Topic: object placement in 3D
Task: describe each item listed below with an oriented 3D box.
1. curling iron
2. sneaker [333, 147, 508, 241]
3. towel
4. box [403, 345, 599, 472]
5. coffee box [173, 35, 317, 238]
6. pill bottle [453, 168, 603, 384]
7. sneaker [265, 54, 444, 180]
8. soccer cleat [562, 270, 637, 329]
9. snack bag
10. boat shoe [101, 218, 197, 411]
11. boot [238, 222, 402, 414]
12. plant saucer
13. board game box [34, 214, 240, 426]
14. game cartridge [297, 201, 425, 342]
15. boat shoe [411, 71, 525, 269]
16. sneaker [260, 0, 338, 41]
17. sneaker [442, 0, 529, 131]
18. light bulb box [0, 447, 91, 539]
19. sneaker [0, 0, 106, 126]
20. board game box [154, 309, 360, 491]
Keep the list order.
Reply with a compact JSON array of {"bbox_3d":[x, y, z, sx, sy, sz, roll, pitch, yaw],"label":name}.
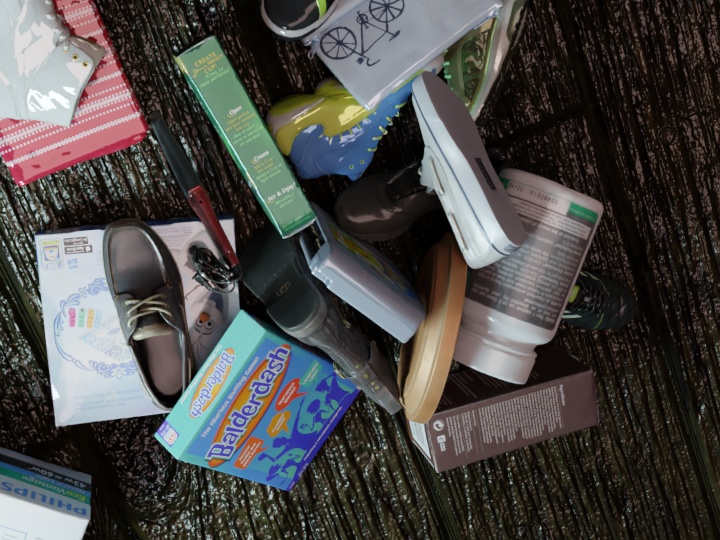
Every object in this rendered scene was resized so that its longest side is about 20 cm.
[{"bbox_3d":[-0.170,-0.070,1.012,0.049,0.026,0.201,-15,80,-40],"label":"curling iron"},{"bbox_3d":[0.066,-0.091,1.061,0.199,0.091,0.076,-18,72,-20],"label":"sneaker"},{"bbox_3d":[-0.311,-0.197,0.990,0.144,0.022,0.201,-23,104,-7],"label":"towel"},{"bbox_3d":[0.156,0.153,1.143,0.199,0.100,0.075,-15,106,-11],"label":"box"},{"bbox_3d":[-0.116,-0.136,1.002,0.044,0.123,0.201,-31,108,-4],"label":"coffee box"},{"bbox_3d":[0.161,0.006,1.033,0.113,0.113,0.201,20,94,-18],"label":"pill bottle"},{"bbox_3d":[0.003,-0.160,1.062,0.199,0.076,0.105,-23,120,-5],"label":"sneaker"},{"bbox_3d":[0.236,0.026,1.147,0.199,0.081,0.068,20,96,-18],"label":"soccer cleat"},{"bbox_3d":[0.014,-0.281,1.016,0.188,0.021,0.200,-38,81,-6],"label":"snack bag"},{"bbox_3d":[-0.201,0.046,0.994,0.074,0.073,0.201,-19,105,-12],"label":"boat shoe"},{"bbox_3d":[-0.039,0.051,1.053,0.069,0.200,0.174,-38,131,8],"label":"boot"},{"bbox_3d":[0.071,0.057,1.050,0.032,0.200,0.201,11,98,-4],"label":"plant saucer"},{"bbox_3d":[-0.225,0.050,1.050,0.199,0.043,0.200,-5,101,-14],"label":"board game box"},{"bbox_3d":[0.000,0.000,1.017,0.133,0.200,0.040,40,98,-20],"label":"game cartridge"},{"bbox_3d":[0.090,-0.097,0.988,0.066,0.072,0.201,-32,80,31],"label":"boat shoe"},{"bbox_3d":[-0.035,-0.317,0.971,0.072,0.083,0.200,31,82,10],"label":"sneaker"},{"bbox_3d":[0.112,-0.222,1.086,0.088,0.077,0.201,24,97,13],"label":"sneaker"},{"bbox_3d":[-0.397,0.284,1.009,0.198,0.125,0.201,23,94,-17],"label":"light bulb box"},{"bbox_3d":[-0.293,-0.236,0.943,0.115,0.074,0.201,9,108,-14],"label":"sneaker"},{"bbox_3d":[-0.097,0.141,1.048,0.152,0.045,0.200,-55,143,1],"label":"board game box"}]
